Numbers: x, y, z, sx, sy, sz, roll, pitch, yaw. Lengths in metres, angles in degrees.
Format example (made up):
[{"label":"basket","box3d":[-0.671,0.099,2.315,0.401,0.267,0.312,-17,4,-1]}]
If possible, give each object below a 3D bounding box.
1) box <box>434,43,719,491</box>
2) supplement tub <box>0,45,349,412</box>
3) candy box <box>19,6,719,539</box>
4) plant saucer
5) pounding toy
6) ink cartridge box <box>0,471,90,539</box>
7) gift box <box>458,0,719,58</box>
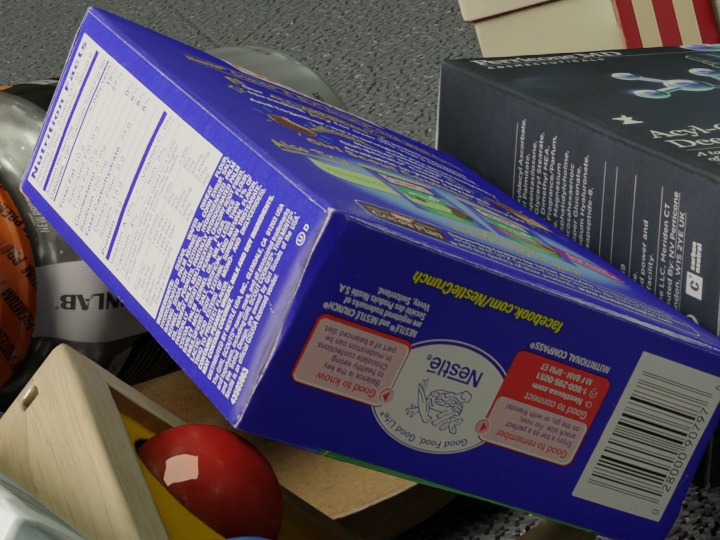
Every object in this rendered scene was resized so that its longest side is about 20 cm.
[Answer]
[{"label":"box","box3d":[0.135,-0.011,0.884,0.147,0.108,0.200,-6,18,-26]},{"label":"supplement tub","box3d":[-0.098,-0.016,0.938,0.122,0.124,0.199,4,14,39]},{"label":"candy box","box3d":[0.000,0.000,0.795,0.168,0.077,0.200,20,13,-32]},{"label":"plant saucer","box3d":[-0.021,0.066,0.962,0.199,0.036,0.201,-14,24,6]},{"label":"pounding toy","box3d":[-0.016,0.116,0.690,0.143,0.199,0.184,-52,25,7]},{"label":"ink cartridge box","box3d":[-0.141,0.136,0.594,0.201,0.047,0.160,-57,24,-7]},{"label":"gift box","box3d":[0.118,-0.120,1.078,0.198,0.188,0.185,-15,24,4]}]
